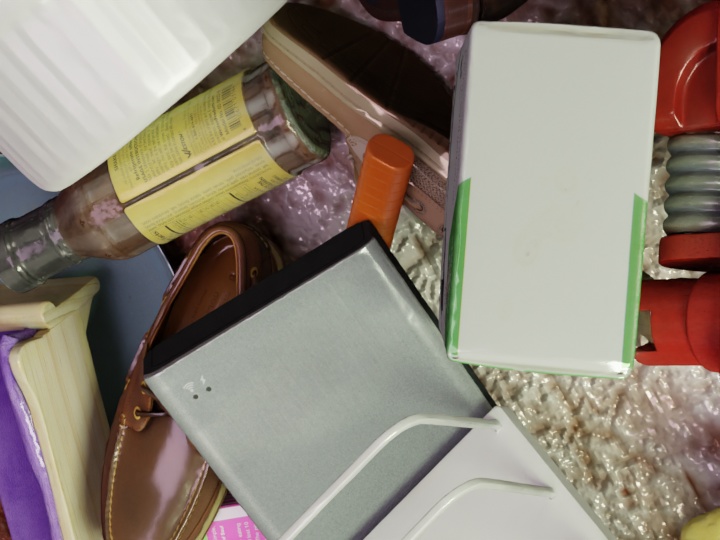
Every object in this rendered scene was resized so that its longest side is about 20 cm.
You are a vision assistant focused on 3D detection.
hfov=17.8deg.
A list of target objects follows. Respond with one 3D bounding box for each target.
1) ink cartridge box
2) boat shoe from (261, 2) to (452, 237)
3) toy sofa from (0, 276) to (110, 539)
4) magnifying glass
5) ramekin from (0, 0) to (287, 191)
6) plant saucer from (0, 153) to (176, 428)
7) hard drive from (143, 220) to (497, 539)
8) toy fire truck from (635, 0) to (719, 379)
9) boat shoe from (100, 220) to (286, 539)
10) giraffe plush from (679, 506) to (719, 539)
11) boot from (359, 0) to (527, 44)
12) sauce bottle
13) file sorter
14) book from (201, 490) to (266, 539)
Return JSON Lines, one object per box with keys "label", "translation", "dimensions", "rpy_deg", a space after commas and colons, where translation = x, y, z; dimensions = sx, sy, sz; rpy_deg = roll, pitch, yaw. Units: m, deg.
{"label": "ink cartridge box", "translation": [0.081, -0.033, 1.046], "dimensions": [0.082, 0.200, 0.148], "rpy_deg": [4, 91, 1]}
{"label": "boat shoe", "translation": [0.022, -0.060, 1.184], "dimensions": [0.200, 0.071, 0.065], "rpy_deg": [39, 121, 5]}
{"label": "toy sofa", "translation": [-0.183, 0.110, 1.308], "dimensions": [0.082, 0.098, 0.201], "rpy_deg": [-4, 110, 26]}
{"label": "magnifying glass", "translation": [0.000, 0.000, 1.206], "dimensions": [0.079, 0.022, 0.200], "rpy_deg": [30, 146, 12]}
{"label": "ramekin", "translation": [-0.121, -0.130, 1.155], "dimensions": [0.200, 0.201, 0.098], "rpy_deg": [-35, 100, 32]}
{"label": "plant saucer", "translation": [-0.181, 0.024, 1.343], "dimensions": [0.199, 0.027, 0.201], "rpy_deg": [9, 113, 22]}
{"label": "hard drive", "translation": [-0.001, 0.088, 1.196], "dimensions": [0.139, 0.033, 0.200], "rpy_deg": [-31, 115, 9]}
{"label": "toy fire truck", "translation": [0.165, -0.028, 1.049], "dimensions": [0.199, 0.128, 0.177], "rpy_deg": [-4, 81, 41]}
{"label": "boat shoe", "translation": [-0.098, 0.066, 1.240], "dimensions": [0.072, 0.068, 0.201], "rpy_deg": [17, 82, 12]}
{"label": "giraffe plush", "translation": [0.241, 0.164, 1.132], "dimensions": [0.162, 0.172, 0.200], "rpy_deg": [45, 124, 19]}
{"label": "boot", "translation": [0.047, -0.163, 1.104], "dimensions": [0.096, 0.200, 0.075], "rpy_deg": [-15, 118, -12]}
{"label": "sauce bottle", "translation": [-0.113, -0.047, 1.239], "dimensions": [0.199, 0.065, 0.065], "rpy_deg": [-24, 99, 20]}
{"label": "file sorter", "translation": [0.059, 0.181, 1.102], "dimensions": [0.139, 0.124, 0.200], "rpy_deg": [-46, 65, 15]}
{"label": "book", "translation": [-0.007, 0.178, 1.277], "dimensions": [0.199, 0.048, 0.134], "rpy_deg": [-9, 107, 7]}
